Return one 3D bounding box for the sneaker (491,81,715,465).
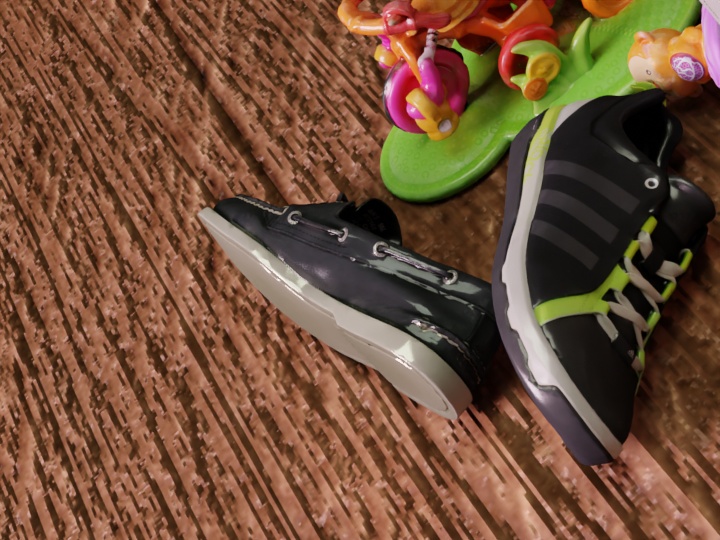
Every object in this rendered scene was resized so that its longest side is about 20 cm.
[{"bbox_3d":[0.106,-0.012,0.812,0.083,0.072,0.201,-22,41,24],"label":"sneaker"}]

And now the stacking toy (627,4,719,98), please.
[{"bbox_3d":[0.186,-0.105,0.822,0.200,0.116,0.110,-13,45,50],"label":"stacking toy"}]

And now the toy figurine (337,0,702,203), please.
[{"bbox_3d":[0.040,-0.159,0.926,0.200,0.184,0.150,-41,36,3],"label":"toy figurine"}]

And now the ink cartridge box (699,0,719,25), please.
[{"bbox_3d":[0.187,-0.128,0.613,0.146,0.084,0.200,-39,-7,2],"label":"ink cartridge box"}]

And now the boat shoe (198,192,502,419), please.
[{"bbox_3d":[-0.001,-0.001,0.900,0.066,0.075,0.199,-47,37,-10],"label":"boat shoe"}]
